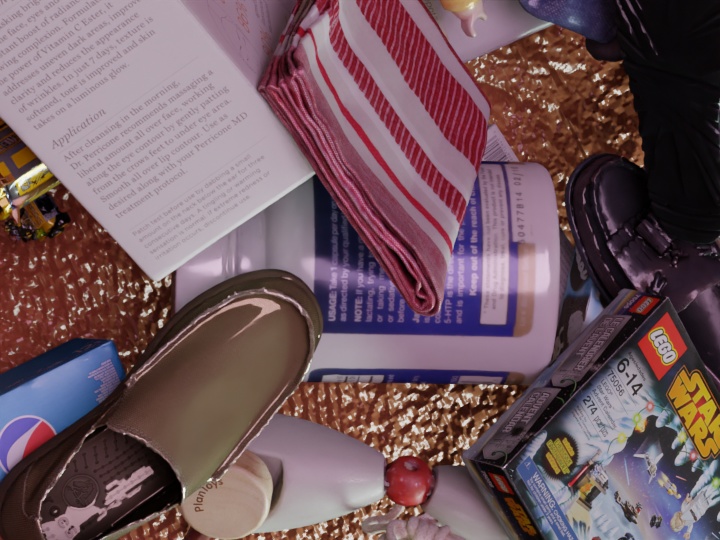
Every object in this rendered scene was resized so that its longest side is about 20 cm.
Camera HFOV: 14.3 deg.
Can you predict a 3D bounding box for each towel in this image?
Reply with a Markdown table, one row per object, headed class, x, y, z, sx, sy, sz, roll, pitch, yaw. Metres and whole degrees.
| class | x | y | z | sx | sy | sz | roll | pitch | yaw |
| --- | --- | --- | --- | --- | --- | --- | --- | --- | --- |
| towel | 0.016 | -0.085 | 1.434 | 0.144 | 0.023 | 0.200 | 55 | 27 | -22 |

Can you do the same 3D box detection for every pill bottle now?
| class | x | y | z | sx | sy | sz | roll | pitch | yaw |
| --- | --- | --- | --- | --- | --- | --- | --- | --- | --- |
| pill bottle | 0.000 | 0.000 | 1.524 | 0.198 | 0.120 | 0.121 | 1 | 88 | -5 |

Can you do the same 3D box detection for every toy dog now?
| class | x | y | z | sx | sy | sz | roll | pitch | yaw |
| --- | --- | --- | --- | --- | --- | --- | --- | --- | --- |
| toy dog | -0.018 | 0.130 | 1.536 | 0.199 | 0.097 | 0.132 | 27 | 36 | 10 |

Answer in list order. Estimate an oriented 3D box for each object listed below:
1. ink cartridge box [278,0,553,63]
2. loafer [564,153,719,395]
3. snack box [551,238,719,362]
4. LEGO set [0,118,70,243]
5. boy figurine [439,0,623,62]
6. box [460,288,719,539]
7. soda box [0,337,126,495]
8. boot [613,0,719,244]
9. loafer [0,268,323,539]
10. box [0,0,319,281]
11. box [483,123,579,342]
| class | x | y | z | sx | sy | sz | roll | pitch | yaw |
| --- | --- | --- | --- | --- | --- | --- | --- | --- | --- |
| ink cartridge box | 0.006 | -0.173 | 1.561 | 0.199 | 0.087 | 0.146 | -24 | 98 | -19 |
| loafer | 0.185 | 0.020 | 1.556 | 0.072 | 0.063 | 0.201 | -37 | 101 | -21 |
| snack box | 0.160 | 0.067 | 1.598 | 0.116 | 0.037 | 0.201 | 17 | 81 | -21 |
| LEGO set | -0.244 | -0.075 | 1.429 | 0.116 | 0.154 | 0.201 | -34 | 97 | -18 |
| boy figurine | 0.071 | -0.184 | 1.508 | 0.199 | 0.064 | 0.125 | 30 | 78 | -19 |
| box | 0.150 | 0.130 | 1.527 | 0.137 | 0.040 | 0.201 | -44 | 120 | -24 |
| soda box | -0.210 | 0.105 | 1.479 | 0.199 | 0.068 | 0.065 | -26 | 100 | -20 |
| boot | 0.212 | -0.125 | 1.531 | 0.162 | 0.073 | 0.199 | -36 | 129 | -40 |
| loafer | -0.094 | 0.081 | 1.436 | 0.200 | 0.067 | 0.076 | -43 | 110 | -2 |
| box | -0.123 | -0.125 | 1.388 | 0.106 | 0.153 | 0.200 | -33 | 121 | 14 |
| box | 0.106 | 0.010 | 1.620 | 0.041 | 0.039 | 0.201 | -37 | 102 | -17 |
